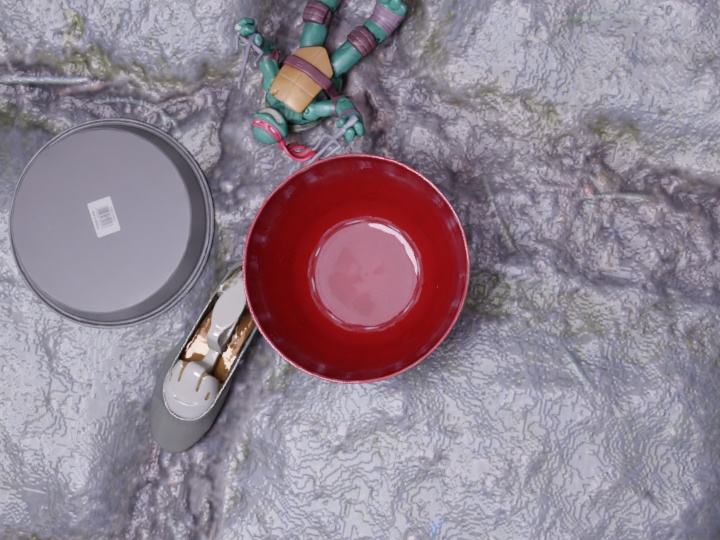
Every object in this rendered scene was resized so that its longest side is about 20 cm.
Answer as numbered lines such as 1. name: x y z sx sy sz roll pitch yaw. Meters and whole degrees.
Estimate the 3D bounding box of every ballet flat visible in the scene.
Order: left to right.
1. ballet flat: -0.141 0.075 1.551 0.067 0.064 0.200 30 90 7

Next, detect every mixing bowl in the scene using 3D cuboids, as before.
1. mixing bowl: 0.000 0.000 1.517 0.199 0.108 0.201 0 87 5

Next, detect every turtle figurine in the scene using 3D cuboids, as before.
1. turtle figurine: -0.050 -0.181 1.541 0.149 0.101 0.200 34 76 -3

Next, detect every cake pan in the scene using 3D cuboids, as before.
1. cake pan: -0.238 -0.046 1.584 0.199 0.037 0.201 0 86 6
